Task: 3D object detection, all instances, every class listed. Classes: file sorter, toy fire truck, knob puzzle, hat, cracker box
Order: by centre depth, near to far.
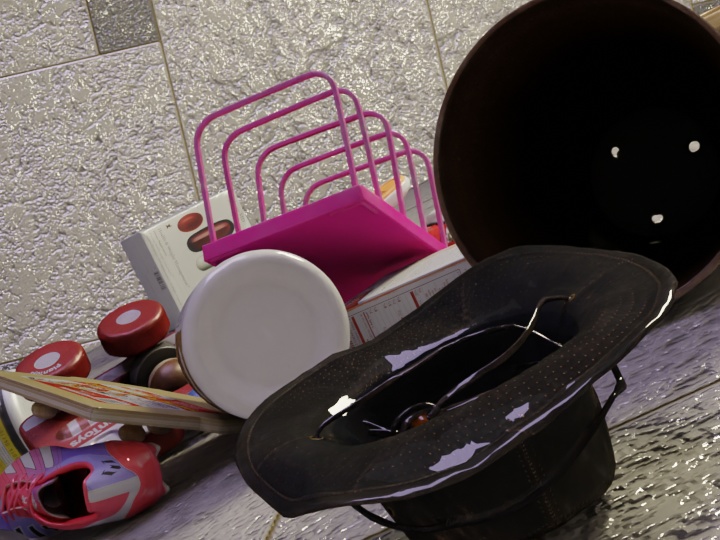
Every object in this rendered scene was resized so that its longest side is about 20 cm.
[{"bbox_3d":[0.049,0.065,0.525,0.200,0.081,0.201,-28,13,7],"label":"hat"},{"bbox_3d":[0.090,0.007,0.997,0.199,0.058,0.134,-23,4,25],"label":"cracker box"},{"bbox_3d":[-0.167,0.111,1.010,0.218,0.031,0.220,10,-2,0],"label":"knob puzzle"},{"bbox_3d":[-0.028,-0.061,1.083,0.138,0.126,0.200,-19,-22,20],"label":"file sorter"},{"bbox_3d":[-0.198,0.120,1.160,0.199,0.113,0.168,-29,30,-22],"label":"toy fire truck"}]

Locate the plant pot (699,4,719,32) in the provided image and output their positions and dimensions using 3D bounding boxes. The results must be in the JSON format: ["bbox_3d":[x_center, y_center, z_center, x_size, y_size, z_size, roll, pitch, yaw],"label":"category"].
[{"bbox_3d":[0.593,-0.383,2.154,0.200,0.093,0.201,-27,5,2],"label":"plant pot"}]

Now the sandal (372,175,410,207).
[{"bbox_3d":[-0.043,-0.036,1.251,0.207,0.059,0.079,-43,12,-17],"label":"sandal"}]

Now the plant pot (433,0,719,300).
[{"bbox_3d":[0.165,-0.065,0.823,0.186,0.188,0.200,-24,-9,21],"label":"plant pot"}]

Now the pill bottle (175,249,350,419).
[{"bbox_3d":[-0.078,0.050,0.966,0.114,0.115,0.200,-27,1,-11],"label":"pill bottle"}]

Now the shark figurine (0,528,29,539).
[{"bbox_3d":[-0.332,0.212,0.923,0.213,0.090,0.128,-25,4,-6],"label":"shark figurine"}]

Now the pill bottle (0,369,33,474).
[{"bbox_3d":[-0.426,0.194,1.397,0.199,0.113,0.112,-26,5,3],"label":"pill bottle"}]

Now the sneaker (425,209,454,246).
[{"bbox_3d":[0.102,-0.019,1.229,0.085,0.077,0.200,-50,10,-25],"label":"sneaker"}]

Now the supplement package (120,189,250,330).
[{"bbox_3d":[-0.302,-0.020,2.451,0.199,0.192,0.147,-29,7,-25],"label":"supplement package"}]

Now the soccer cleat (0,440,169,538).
[{"bbox_3d":[-0.222,0.161,0.954,0.199,0.067,0.076,-16,-4,40],"label":"soccer cleat"}]
